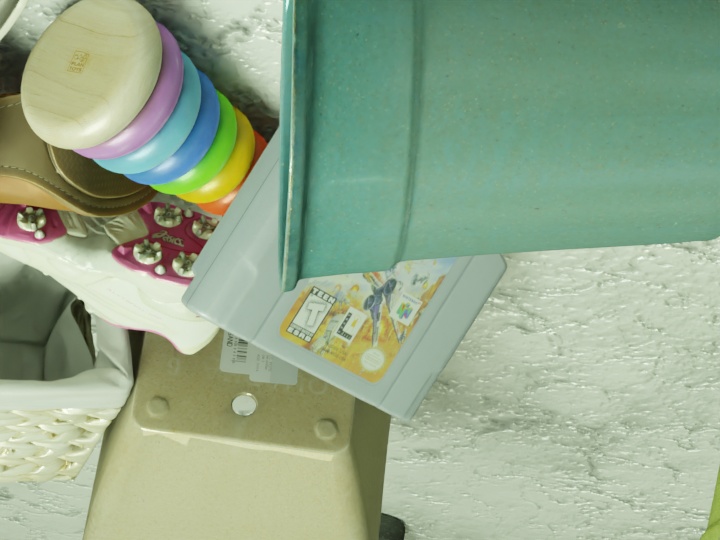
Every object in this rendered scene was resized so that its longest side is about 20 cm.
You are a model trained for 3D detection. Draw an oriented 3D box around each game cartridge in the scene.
[{"bbox_3d":[0.000,0.000,1.043,0.200,0.133,0.042,30,-173,-45],"label":"game cartridge"}]

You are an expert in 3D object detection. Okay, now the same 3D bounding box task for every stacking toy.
[{"bbox_3d":[-0.091,-0.070,0.990,0.085,0.085,0.200,-9,154,31],"label":"stacking toy"}]

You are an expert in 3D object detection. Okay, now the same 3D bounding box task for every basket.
[{"bbox_3d":[-0.257,0.051,1.119,0.200,0.136,0.123,3,142,-24],"label":"basket"}]

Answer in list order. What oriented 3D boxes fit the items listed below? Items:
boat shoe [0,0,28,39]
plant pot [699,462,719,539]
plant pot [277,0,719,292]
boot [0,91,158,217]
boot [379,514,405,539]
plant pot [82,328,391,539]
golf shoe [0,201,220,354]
[{"bbox_3d":[-0.237,-0.130,0.907,0.057,0.067,0.200,10,162,-44],"label":"boat shoe"},{"bbox_3d":[0.306,0.129,1.151,0.200,0.184,0.200,6,155,3],"label":"plant pot"},{"bbox_3d":[0.063,-0.089,0.793,0.196,0.200,0.200,1,154,-5],"label":"plant pot"},{"bbox_3d":[-0.224,-0.065,1.019,0.155,0.077,0.200,3,-171,42],"label":"boot"},{"bbox_3d":[-0.052,0.268,1.592,0.200,0.132,0.070,15,154,-15],"label":"boot"},{"bbox_3d":[-0.075,0.092,1.186,0.200,0.200,0.177,7,147,-1],"label":"plant pot"},{"bbox_3d":[-0.167,-0.009,1.078,0.200,0.075,0.092,23,138,16],"label":"golf shoe"}]
